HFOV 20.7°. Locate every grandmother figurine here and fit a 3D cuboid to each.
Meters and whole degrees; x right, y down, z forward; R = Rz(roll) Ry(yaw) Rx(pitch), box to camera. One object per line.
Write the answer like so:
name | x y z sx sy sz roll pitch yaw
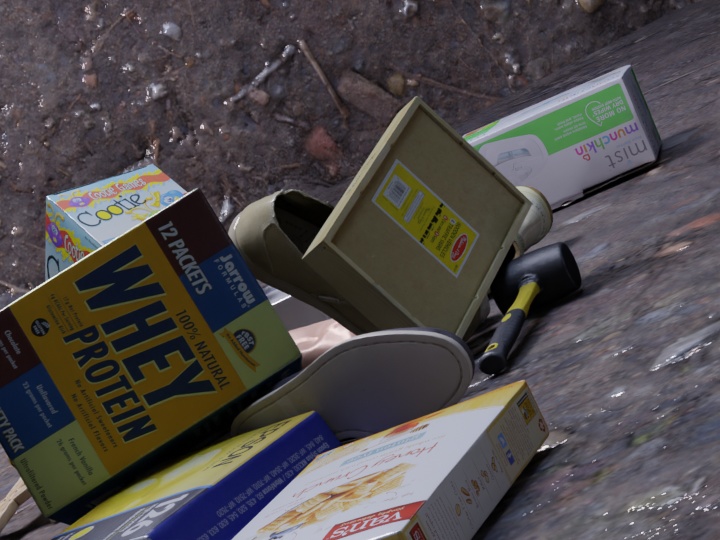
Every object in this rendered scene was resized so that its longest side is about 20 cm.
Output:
grandmother figurine | 0.013 0.046 1.558 0.199 0.061 0.122 -18 36 29

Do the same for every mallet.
mallet | 0.102 0.034 1.399 0.065 0.041 0.200 -22 11 28

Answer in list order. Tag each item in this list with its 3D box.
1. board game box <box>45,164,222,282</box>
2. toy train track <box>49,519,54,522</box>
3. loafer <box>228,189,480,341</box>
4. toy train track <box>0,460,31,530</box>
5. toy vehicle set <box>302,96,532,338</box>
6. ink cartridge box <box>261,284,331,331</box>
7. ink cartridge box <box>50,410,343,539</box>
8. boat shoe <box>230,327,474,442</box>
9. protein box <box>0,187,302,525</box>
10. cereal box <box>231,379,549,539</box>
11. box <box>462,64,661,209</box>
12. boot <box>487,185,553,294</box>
board game box | -0.184 0.036 1.582 0.104 0.201 0.103 -20 41 -34
toy train track | -0.222 0.158 1.624 0.114 0.033 0.200 -24 8 12
loafer | 0.000 0.000 1.447 0.068 0.198 0.076 124 164 -59
toy train track | -0.253 0.151 1.545 0.200 0.033 0.115 -37 12 25
toy vehicle set | 0.046 -0.030 1.441 0.026 0.124 0.200 -40 11 40
ink cartridge box | -0.066 0.046 1.774 0.116 0.068 0.200 -25 6 10
ink cartridge box | -0.101 0.147 1.204 0.199 0.047 0.197 -24 4 34
boat shoe | 0.000 0.075 1.276 0.199 0.073 0.063 -26 7 38
protein box | -0.158 0.068 1.385 0.199 0.136 0.199 -32 -7 -6
cereal box | 0.002 0.125 1.000 0.143 0.040 0.200 -22 7 26
box | 0.200 -0.123 2.020 0.199 0.097 0.176 -22 5 14
boot | 0.062 -0.004 1.697 0.199 0.073 0.155 -22 9 20
